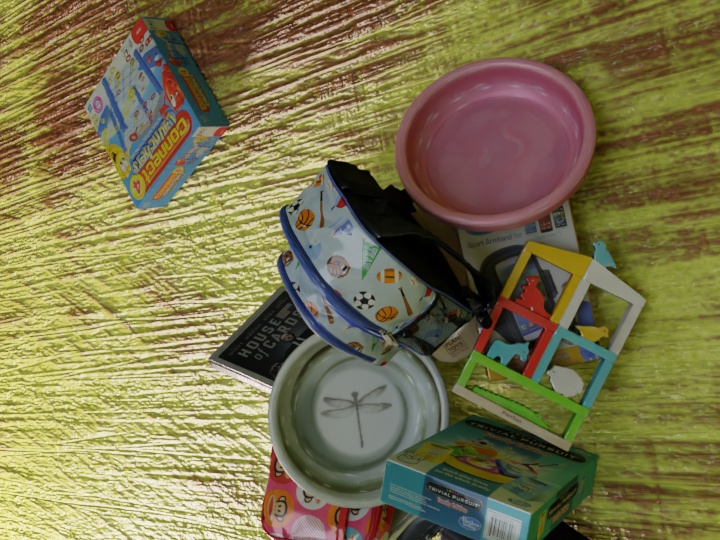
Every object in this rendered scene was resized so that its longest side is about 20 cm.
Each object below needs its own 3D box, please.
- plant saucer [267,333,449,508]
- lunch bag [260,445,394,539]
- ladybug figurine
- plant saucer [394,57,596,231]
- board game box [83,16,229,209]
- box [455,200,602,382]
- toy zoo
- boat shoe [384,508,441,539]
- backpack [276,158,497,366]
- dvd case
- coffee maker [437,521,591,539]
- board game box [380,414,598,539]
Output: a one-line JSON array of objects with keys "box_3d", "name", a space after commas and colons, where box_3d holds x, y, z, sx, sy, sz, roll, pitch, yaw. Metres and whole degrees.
[{"box_3d": [-0.002, 0.157, 0.973, 0.050, 0.199, 0.201, 144, 112, -84], "name": "plant saucer"}, {"box_3d": [-0.018, 0.234, 1.042, 0.175, 0.082, 0.201, 1, 69, 23], "name": "lunch bag"}, {"box_3d": [0.083, 0.011, 0.991, 0.136, 0.072, 0.201, -35, 75, 30], "name": "ladybug figurine"}, {"box_3d": [0.136, -0.122, 0.888, 0.199, 0.051, 0.202, -8, 61, 14], "name": "plant saucer"}, {"box_3d": [-0.303, -0.227, 1.288, 0.200, 0.056, 0.196, -43, 70, 36], "name": "board game box"}, {"box_3d": [0.168, 0.004, 0.907, 0.118, 0.041, 0.201, -13, 91, 5], "name": "box"}, {"box_3d": [0.193, 0.061, 0.875, 0.131, 0.020, 0.201, 26, 92, 4], "name": "toy zoo"}, {"box_3d": [0.079, 0.282, 1.047, 0.199, 0.066, 0.075, -46, 41, 8], "name": "boat shoe"}, {"box_3d": [0.005, -0.011, 0.856, 0.154, 0.190, 0.200, -42, 53, 6], "name": "backpack"}, {"box_3d": [-0.073, 0.096, 1.098, 0.199, 0.150, 0.025, 17, 140, 36], "name": "dvd case"}, {"box_3d": [0.192, 0.308, 0.922, 0.200, 0.134, 0.193, 29, 109, 33], "name": "coffee maker"}, {"box_3d": [0.136, 0.208, 0.889, 0.150, 0.200, 0.047, 14, 102, 30], "name": "board game box"}]
